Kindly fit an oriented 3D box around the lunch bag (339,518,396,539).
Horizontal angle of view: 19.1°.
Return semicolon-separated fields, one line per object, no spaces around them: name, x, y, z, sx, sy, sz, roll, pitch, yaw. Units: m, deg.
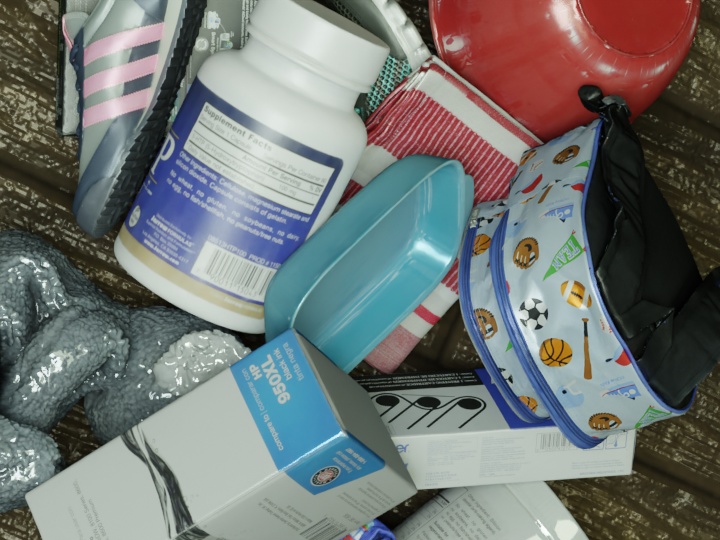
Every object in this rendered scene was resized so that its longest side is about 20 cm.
lunch bag;-0.072;0.211;1.440;0.200;0.150;0.094;-50;132;-11

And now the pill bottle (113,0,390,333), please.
pill bottle;-0.065;-0.073;1.371;0.119;0.120;0.201;25;100;-14

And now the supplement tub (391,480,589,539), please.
supplement tub;0.061;0.233;1.486;0.199;0.132;0.132;-36;102;-8

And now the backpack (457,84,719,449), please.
backpack;0.149;0.015;1.388;0.153;0.191;0.201;-30;108;21

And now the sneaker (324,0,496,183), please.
sneaker;0.015;-0.114;1.476;0.091;0.078;0.201;-32;100;-5

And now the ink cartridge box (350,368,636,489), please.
ink cartridge box;0.078;0.105;1.458;0.198;0.094;0.045;-3;114;-14

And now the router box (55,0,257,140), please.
router box;-0.127;-0.187;1.438;0.148;0.062;0.202;2;94;-13

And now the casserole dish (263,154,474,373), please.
casserole dish;0.000;0.000;1.388;0.039;0.122;0.200;33;58;25

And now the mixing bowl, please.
mixing bowl;0.156;-0.185;1.459;0.198;0.108;0.202;2;86;-26

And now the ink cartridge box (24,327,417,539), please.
ink cartridge box;-0.084;0.138;1.325;0.199;0.145;0.085;-32;64;6

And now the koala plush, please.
koala plush;-0.159;0.068;1.397;0.198;0.177;0.186;4;82;-6

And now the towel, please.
towel;0.033;-0.033;1.465;0.144;0.023;0.200;35;107;-27

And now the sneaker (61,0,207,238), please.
sneaker;-0.160;-0.125;1.379;0.081;0.070;0.202;20;91;7
